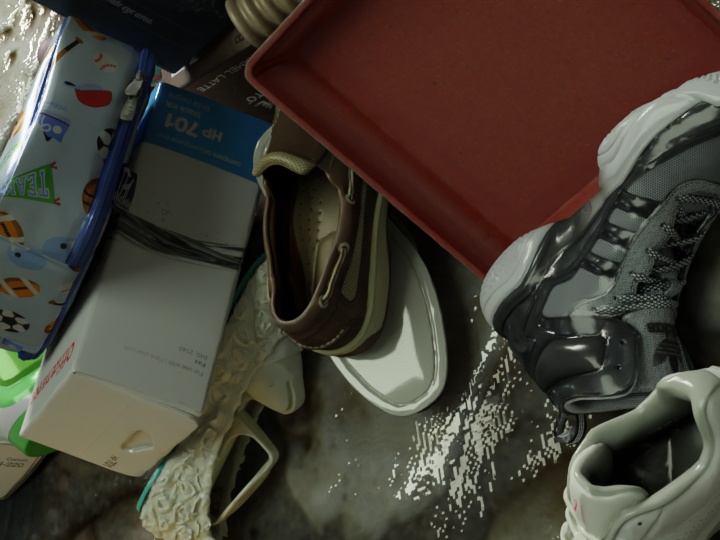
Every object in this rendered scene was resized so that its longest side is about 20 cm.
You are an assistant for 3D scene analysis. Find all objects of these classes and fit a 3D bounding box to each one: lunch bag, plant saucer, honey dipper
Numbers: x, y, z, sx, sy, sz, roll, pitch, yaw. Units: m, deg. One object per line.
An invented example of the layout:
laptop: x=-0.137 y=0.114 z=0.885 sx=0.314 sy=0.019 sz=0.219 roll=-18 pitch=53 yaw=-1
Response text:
lunch bag: x=-0.183 y=-0.050 z=0.981 sx=0.200 sy=0.075 sz=0.160 roll=-49 pitch=23 yaw=51
plant saucer: x=0.075 y=-0.107 z=0.846 sx=0.200 sy=0.200 sz=0.037 roll=-43 pitch=14 yaw=32
honey dipper: x=0.008 y=-0.199 z=0.937 sx=0.200 sy=0.038 sz=0.038 roll=-36 pitch=53 yaw=18

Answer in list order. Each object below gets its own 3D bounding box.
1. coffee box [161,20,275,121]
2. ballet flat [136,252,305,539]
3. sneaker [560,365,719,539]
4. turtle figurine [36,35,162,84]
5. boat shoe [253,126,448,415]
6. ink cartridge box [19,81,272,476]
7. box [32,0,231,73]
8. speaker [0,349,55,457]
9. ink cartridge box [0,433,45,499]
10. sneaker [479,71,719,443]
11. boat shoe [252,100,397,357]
coffee box: x=-0.073 y=-0.208 z=1.087 sx=0.114 sy=0.080 sz=0.200 roll=-26 pitch=60 yaw=36
ballet flat: x=-0.071 y=0.088 z=1.025 sx=0.072 sy=0.072 sz=0.200 roll=41 pitch=111 yaw=45
sneaker: x=0.119 y=0.118 z=0.771 sx=0.078 sy=0.099 sz=0.200 roll=46 pitch=112 yaw=44
turtle figurine: x=-0.164 y=-0.136 z=1.161 sx=0.200 sy=0.101 sz=0.150 roll=-4 pitch=72 yaw=54
boat shoe: x=0.000 y=0.000 z=0.965 sx=0.074 sy=0.060 sz=0.200 roll=-35 pitch=64 yaw=8
ink cartridge box: x=-0.131 y=0.008 z=1.023 sx=0.146 sy=0.086 sz=0.200 roll=-42 pitch=30 yaw=58
box: x=-0.124 y=-0.246 z=0.952 sx=0.200 sy=0.197 sz=0.118 roll=-39 pitch=53 yaw=22
speaker: x=-0.261 y=0.032 z=1.175 sx=0.088 sy=0.088 sz=0.200 roll=-47 pitch=71 yaw=27
ink cartridge box: x=-0.325 y=0.064 z=1.232 sx=0.085 sy=0.145 sz=0.200 roll=-47 pitch=47 yaw=35
sneaker: x=0.145 y=0.001 z=0.801 sx=0.200 sy=0.075 sz=0.114 roll=-47 pitch=49 yaw=35
boat shoe: x=-0.021 y=-0.057 z=0.906 sx=0.075 sy=0.075 sz=0.203 roll=-13 pitch=73 yaw=32
